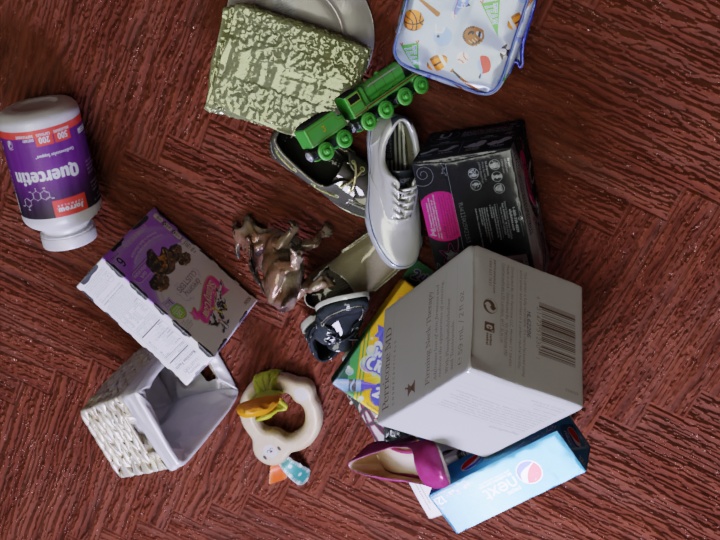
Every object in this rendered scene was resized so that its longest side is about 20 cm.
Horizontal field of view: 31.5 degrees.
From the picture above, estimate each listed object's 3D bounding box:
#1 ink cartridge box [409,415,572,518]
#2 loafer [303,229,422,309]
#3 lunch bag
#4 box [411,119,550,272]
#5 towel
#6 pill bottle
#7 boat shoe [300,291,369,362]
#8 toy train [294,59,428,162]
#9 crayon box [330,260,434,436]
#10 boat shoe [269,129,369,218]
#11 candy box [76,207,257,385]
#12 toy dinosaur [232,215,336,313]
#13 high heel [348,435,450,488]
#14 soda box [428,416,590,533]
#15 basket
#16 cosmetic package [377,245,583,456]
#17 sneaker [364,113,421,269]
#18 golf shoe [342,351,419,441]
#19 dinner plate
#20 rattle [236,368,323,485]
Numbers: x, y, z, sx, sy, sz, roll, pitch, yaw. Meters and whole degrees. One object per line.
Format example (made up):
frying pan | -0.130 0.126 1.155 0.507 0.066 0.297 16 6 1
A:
ink cartridge box | 0.177 0.240 1.731 0.200 0.146 0.086 -25 104 25
loafer | 0.000 0.000 1.713 0.200 0.068 0.076 -36 101 28
lunch bag | 0.132 -0.312 1.520 0.160 0.076 0.200 19 117 5
box | 0.157 -0.073 1.606 0.132 0.115 0.200 -7 114 18
towel | -0.093 -0.245 1.603 0.200 0.036 0.149 17 106 8
pill bottle | -0.422 -0.133 1.750 0.112 0.112 0.200 -2 114 18
boat shoe | -0.032 0.080 1.704 0.199 0.074 0.066 142 120 -62
toy train | 0.003 -0.201 1.563 0.042 0.200 0.056 2 126 61
crayon box | 0.068 0.101 1.697 0.126 0.052 0.200 35 90 -5
boat shoe | -0.029 -0.125 1.655 0.201 0.060 0.072 30 89 2
candy box | -0.260 0.033 1.749 0.200 0.168 0.072 42 121 -7
toy dinosaur | -0.107 0.002 1.703 0.086 0.200 0.135 30 126 -34
high heel | 0.049 0.250 1.626 0.096 0.200 0.068 -19 101 -12
soda box | 0.188 0.254 1.614 0.200 0.064 0.068 -32 102 26
basket | -0.287 0.187 1.817 0.123 0.200 0.136 -19 108 28
cosmetic package | 0.144 0.103 1.539 0.166 0.168 0.200 19 146 -24
sneaker | 0.043 -0.099 1.605 0.073 0.071 0.201 -10 97 -16
golf shoe | 0.032 0.194 1.807 0.088 0.077 0.200 15 126 41
dinner plate | -0.081 -0.301 1.619 0.200 0.024 0.201 6 115 14
rattle | -0.123 0.255 1.838 0.130 0.143 0.200 7 112 -7
